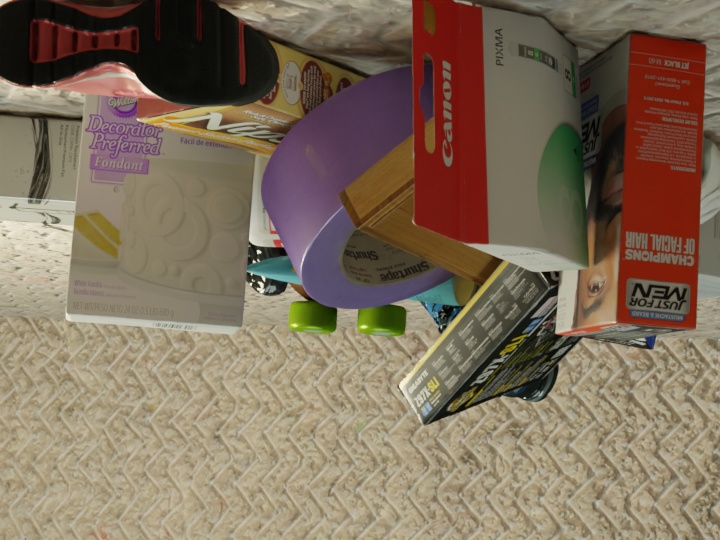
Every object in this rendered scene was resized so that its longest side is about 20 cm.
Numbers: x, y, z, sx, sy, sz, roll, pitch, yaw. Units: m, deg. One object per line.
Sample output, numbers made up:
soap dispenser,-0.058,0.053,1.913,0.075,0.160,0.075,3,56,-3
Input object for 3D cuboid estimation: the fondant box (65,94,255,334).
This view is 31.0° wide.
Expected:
fondant box,-0.166,-0.052,1.086,0.144,0.200,0.058,5,170,-11

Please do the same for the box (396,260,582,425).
box,0.142,0.040,1.079,0.160,0.049,0.200,-13,151,-40

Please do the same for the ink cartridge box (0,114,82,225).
ink cartridge box,-0.302,-0.094,1.269,0.200,0.084,0.146,4,172,-3

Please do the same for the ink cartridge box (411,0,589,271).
ink cartridge box,0.094,-0.091,0.832,0.050,0.161,0.200,-5,170,25

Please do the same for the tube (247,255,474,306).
tube,0.000,0.000,1.148,0.200,0.050,0.077,3,-175,25

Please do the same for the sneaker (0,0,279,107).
sneaker,-0.152,-0.154,0.896,0.200,0.074,0.087,7,-174,3

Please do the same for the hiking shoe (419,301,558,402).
hiking shoe,0.107,0.050,1.265,0.087,0.074,0.200,6,-153,-42

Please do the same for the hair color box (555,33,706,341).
hair color box,0.191,-0.054,0.923,0.064,0.200,0.111,5,172,-13

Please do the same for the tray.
tray,0.080,-0.046,0.954,0.099,0.037,0.200,-38,150,19

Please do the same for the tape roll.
tape roll,0.029,-0.061,1.012,0.200,0.085,0.200,-20,151,-12

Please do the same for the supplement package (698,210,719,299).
supplement package,0.318,-0.036,1.312,0.117,0.117,0.200,8,171,-25

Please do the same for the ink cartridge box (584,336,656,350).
ink cartridge box,0.200,0.031,1.337,0.200,0.044,0.094,10,162,30

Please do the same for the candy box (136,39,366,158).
candy box,-0.063,-0.128,1.020,0.115,0.055,0.200,-5,169,38

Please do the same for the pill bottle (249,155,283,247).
pill bottle,-0.002,-0.074,1.189,0.200,0.112,0.112,3,172,5

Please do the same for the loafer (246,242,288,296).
loafer,-0.089,-0.044,1.305,0.070,0.068,0.201,8,-147,-19

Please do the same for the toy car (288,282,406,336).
toy car,-0.027,-0.025,1.379,0.158,0.164,0.200,1,170,15

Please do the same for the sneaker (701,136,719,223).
sneaker,0.246,-0.047,1.152,0.078,0.200,0.099,36,172,31

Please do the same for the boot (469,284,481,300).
boot,0.139,-0.036,1.256,0.131,0.200,0.068,26,139,-10
